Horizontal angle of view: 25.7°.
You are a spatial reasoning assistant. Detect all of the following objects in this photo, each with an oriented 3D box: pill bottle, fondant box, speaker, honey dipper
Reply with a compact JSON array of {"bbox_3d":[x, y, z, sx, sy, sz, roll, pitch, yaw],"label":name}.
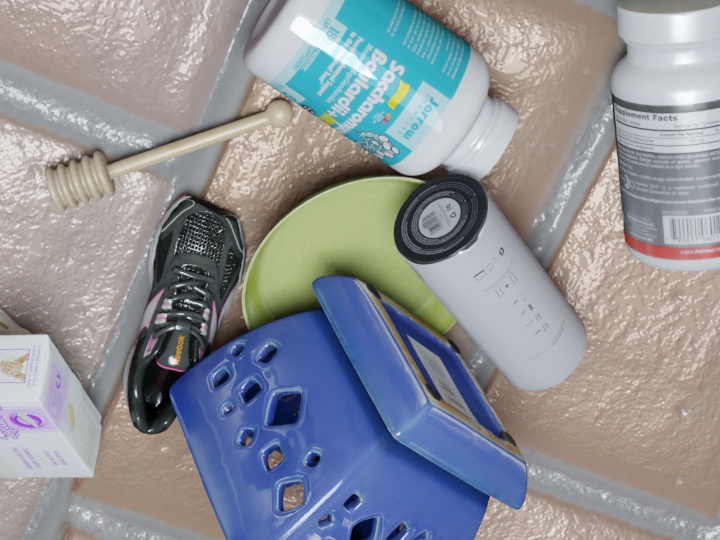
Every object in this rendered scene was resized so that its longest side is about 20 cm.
[{"bbox_3d":[0.252,-0.111,1.209,0.115,0.116,0.201,-9,111,0],"label":"pill bottle"},{"bbox_3d":[0.020,-0.146,1.182,0.199,0.111,0.111,32,106,-15],"label":"pill bottle"},{"bbox_3d":[-0.318,0.109,1.231,0.198,0.059,0.145,-2,149,8],"label":"fondant box"},{"bbox_3d":[0.105,0.014,1.226,0.081,0.081,0.200,-34,136,9],"label":"speaker"},{"bbox_3d":[-0.147,-0.095,1.232,0.199,0.038,0.038,-19,112,2],"label":"honey dipper"}]

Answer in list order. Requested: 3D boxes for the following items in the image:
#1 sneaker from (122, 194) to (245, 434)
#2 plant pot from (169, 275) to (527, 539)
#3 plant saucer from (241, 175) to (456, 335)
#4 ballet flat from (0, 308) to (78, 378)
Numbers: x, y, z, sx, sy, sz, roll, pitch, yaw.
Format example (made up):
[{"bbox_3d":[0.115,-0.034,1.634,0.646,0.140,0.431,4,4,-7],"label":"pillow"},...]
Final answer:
[{"bbox_3d":[-0.139,0.044,1.259,0.080,0.086,0.201,10,110,-10],"label":"sneaker"},{"bbox_3d":[0.000,0.133,1.210,0.180,0.200,0.200,-42,136,12],"label":"plant pot"},{"bbox_3d":[0.000,0.000,1.253,0.198,0.031,0.201,-11,131,-12],"label":"plant saucer"},{"bbox_3d":[-0.323,0.053,1.265,0.198,0.074,0.075,7,111,-11],"label":"ballet flat"}]
